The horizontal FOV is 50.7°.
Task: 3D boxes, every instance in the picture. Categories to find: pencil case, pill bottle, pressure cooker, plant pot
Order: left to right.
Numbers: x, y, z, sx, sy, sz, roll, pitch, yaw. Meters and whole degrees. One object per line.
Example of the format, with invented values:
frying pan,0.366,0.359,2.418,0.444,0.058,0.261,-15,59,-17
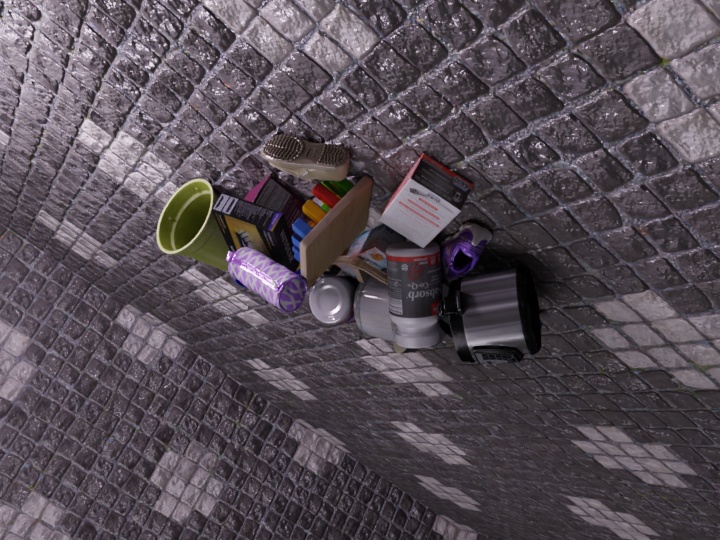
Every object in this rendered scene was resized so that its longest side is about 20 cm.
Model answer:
plant pot,-0.378,-0.097,1.915,0.197,0.205,0.183,6,161,41
pencil case,-0.196,0.017,1.591,0.198,0.086,0.085,26,-171,42
pill bottle,-0.036,0.070,1.853,0.109,0.114,0.199,18,-174,22
pill bottle,0.113,0.048,1.571,0.114,0.115,0.205,6,106,41
pressure cooker,0.251,0.092,1.508,0.195,0.179,0.180,-9,110,19

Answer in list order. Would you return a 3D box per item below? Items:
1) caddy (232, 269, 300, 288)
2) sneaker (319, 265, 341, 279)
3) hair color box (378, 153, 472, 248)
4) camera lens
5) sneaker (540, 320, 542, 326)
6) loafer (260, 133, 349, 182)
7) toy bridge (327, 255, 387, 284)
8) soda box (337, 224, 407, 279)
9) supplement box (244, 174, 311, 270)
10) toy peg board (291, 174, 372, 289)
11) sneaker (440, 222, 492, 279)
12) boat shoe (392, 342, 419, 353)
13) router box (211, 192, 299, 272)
caddy,-0.220,-0.014,1.873,0.195,0.107,0.143,0,144,-19
sneaker,-0.077,-0.006,1.860,0.073,0.082,0.200,30,157,-6
hair color box,0.118,-0.126,1.421,0.109,0.065,0.200,31,158,-5
camera lens,0.094,0.084,1.748,0.196,0.162,0.161,10,151,35
sneaker,0.294,0.084,1.627,0.196,0.080,0.090,23,159,13
loafer,-0.107,-0.211,1.485,0.196,0.076,0.069,16,149,26
toy bridge,0.000,0.000,1.673,0.196,0.028,0.068,19,155,23
soda box,0.022,-0.041,1.693,0.063,0.069,0.199,34,157,-17
supplement box,-0.176,-0.105,1.743,0.199,0.105,0.130,37,156,-18
toy peg board,-0.079,-0.098,1.553,0.097,0.199,0.201,38,159,14
sneaker,0.193,-0.025,1.513,0.079,0.085,0.201,27,158,2
boat shoe,0.151,0.160,1.971,0.062,0.075,0.202,-2,156,-24
router box,-0.227,-0.072,1.670,0.154,0.053,0.201,19,153,18
